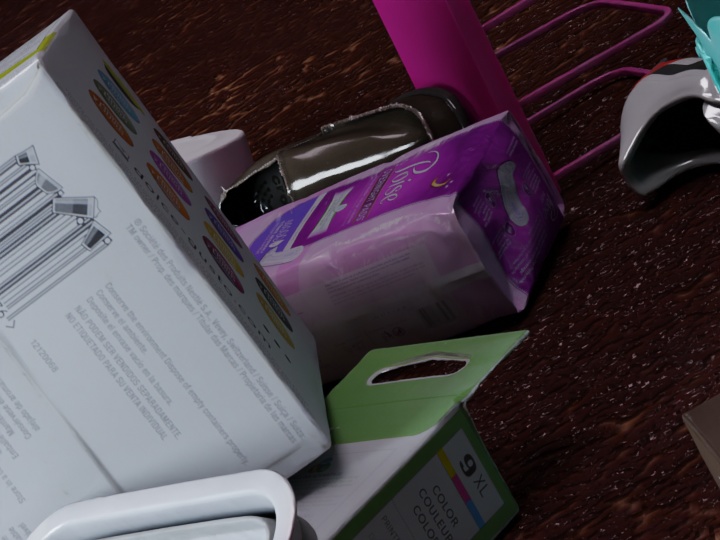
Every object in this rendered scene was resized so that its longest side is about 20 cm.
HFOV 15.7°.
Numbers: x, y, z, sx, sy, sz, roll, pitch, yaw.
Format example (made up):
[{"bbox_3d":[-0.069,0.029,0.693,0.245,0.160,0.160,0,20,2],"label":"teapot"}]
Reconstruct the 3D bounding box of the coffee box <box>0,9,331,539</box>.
[{"bbox_3d":[-0.152,0.031,1.142,0.200,0.200,0.198,-35,10,5],"label":"coffee box"}]

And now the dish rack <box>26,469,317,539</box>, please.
[{"bbox_3d":[-0.089,0.177,0.967,0.171,0.043,0.201,-15,49,45],"label":"dish rack"}]

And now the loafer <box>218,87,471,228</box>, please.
[{"bbox_3d":[-0.010,-0.048,1.507,0.071,0.073,0.200,-20,-2,-41],"label":"loafer"}]

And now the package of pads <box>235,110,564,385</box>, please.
[{"bbox_3d":[0.000,0.000,1.366,0.199,0.076,0.121,-21,22,28],"label":"package of pads"}]

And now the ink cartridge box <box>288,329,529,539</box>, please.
[{"bbox_3d":[-0.006,0.108,1.093,0.104,0.059,0.200,-11,26,47],"label":"ink cartridge box"}]

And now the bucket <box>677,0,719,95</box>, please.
[{"bbox_3d":[0.254,-0.102,1.120,0.206,0.135,0.207,-29,16,9],"label":"bucket"}]

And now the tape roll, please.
[{"bbox_3d":[-0.156,-0.026,1.630,0.201,0.071,0.202,-18,8,3],"label":"tape roll"}]

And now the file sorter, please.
[{"bbox_3d":[0.086,-0.162,1.472,0.125,0.201,0.139,-31,16,-12],"label":"file sorter"}]

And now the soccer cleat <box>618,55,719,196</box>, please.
[{"bbox_3d":[0.211,-0.094,1.303,0.199,0.069,0.085,-22,27,36],"label":"soccer cleat"}]

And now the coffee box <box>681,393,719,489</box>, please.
[{"bbox_3d":[0.220,0.046,0.851,0.199,0.080,0.114,-31,16,0],"label":"coffee box"}]
